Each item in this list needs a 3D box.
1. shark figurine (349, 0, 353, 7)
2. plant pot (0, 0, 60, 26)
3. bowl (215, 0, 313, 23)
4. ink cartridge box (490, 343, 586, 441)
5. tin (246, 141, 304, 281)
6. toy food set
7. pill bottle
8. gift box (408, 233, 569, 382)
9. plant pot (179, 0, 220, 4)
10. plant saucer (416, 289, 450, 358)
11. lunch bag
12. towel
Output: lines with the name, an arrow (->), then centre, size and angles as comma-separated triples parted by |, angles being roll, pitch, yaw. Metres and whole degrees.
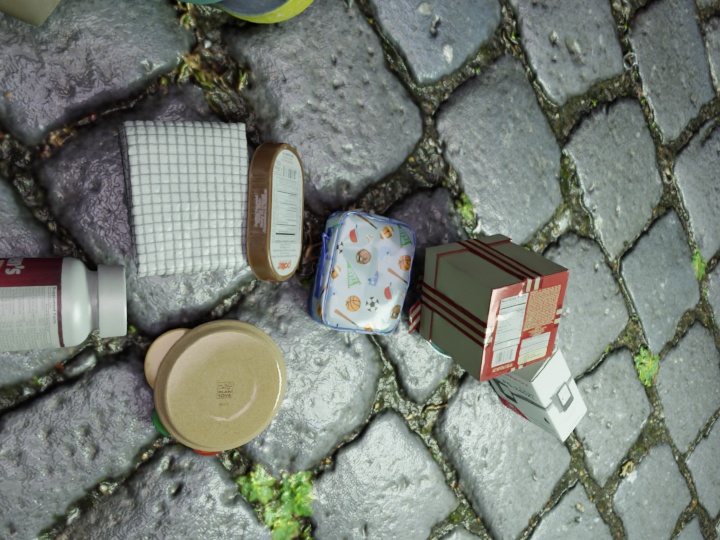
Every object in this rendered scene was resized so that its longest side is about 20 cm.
shark figurine -> -0.043, -0.528, 0.770 | 0.128, 0.090, 0.215 | -35, 103, 15
plant pot -> -0.402, -0.371, 0.550 | 0.173, 0.199, 0.201 | 36, 78, -42
bowl -> -0.113, -0.432, 0.707 | 0.108, 0.198, 0.202 | -8, 100, -68
ink cartridge box -> 0.308, 0.198, 0.938 | 0.083, 0.145, 0.200 | -45, 125, -14
tin -> -0.121, -0.084, 0.746 | 0.112, 0.041, 0.202 | -6, 100, -66
toy food set -> -0.205, 0.171, 0.754 | 0.198, 0.049, 0.200 | -13, 100, -26
pill bottle -> -0.391, 0.039, 0.615 | 0.198, 0.109, 0.111 | -2, 95, -27
gift box -> 0.194, 0.061, 0.837 | 0.183, 0.187, 0.202 | -6, 117, -28
plant pot -> -0.207, -0.414, 0.597 | 0.198, 0.161, 0.203 | 0, 91, 16
plant saucer -> 0.179, 0.060, 0.946 | 0.198, 0.036, 0.202 | -3, 96, -27
lunch bag -> 0.000, 0.000, 0.831 | 0.159, 0.075, 0.202 | 10, 90, -25
towel -> -0.233, -0.098, 0.699 | 0.164, 0.085, 0.202 | -8, 102, -33
